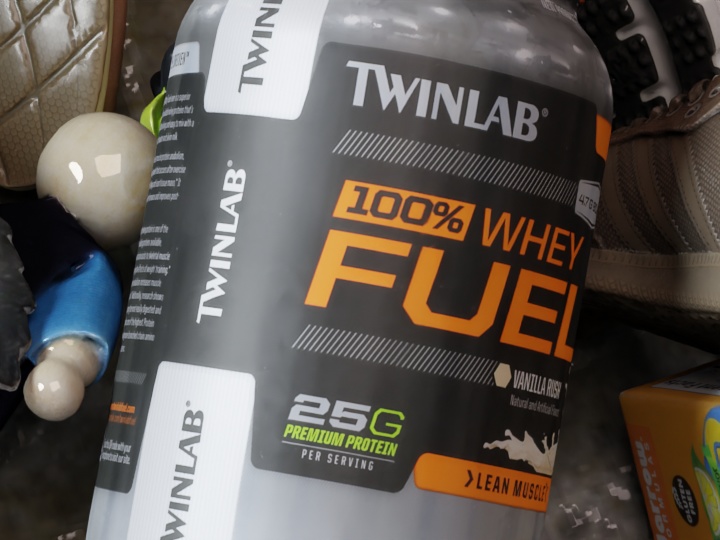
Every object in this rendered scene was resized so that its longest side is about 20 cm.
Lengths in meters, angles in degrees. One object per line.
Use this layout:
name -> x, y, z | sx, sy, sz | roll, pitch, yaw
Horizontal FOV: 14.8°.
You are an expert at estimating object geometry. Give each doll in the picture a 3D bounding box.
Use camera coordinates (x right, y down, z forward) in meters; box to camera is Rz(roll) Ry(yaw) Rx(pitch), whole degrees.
doll -> -0.126, 0.029, 0.766 | 0.136, 0.049, 0.200 | 20, 62, 45

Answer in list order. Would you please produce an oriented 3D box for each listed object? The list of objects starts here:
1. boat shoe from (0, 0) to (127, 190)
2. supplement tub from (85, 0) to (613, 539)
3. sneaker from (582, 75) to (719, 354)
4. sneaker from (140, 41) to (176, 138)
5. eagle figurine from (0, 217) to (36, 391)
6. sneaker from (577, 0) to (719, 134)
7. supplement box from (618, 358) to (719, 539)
boat shoe -> -0.101, -0.123, 0.850 | 0.072, 0.067, 0.202 | -12, 81, 21
supplement tub -> 0.000, 0.000, 0.744 | 0.122, 0.123, 0.202 | 10, 87, -5
sneaker -> 0.105, -0.019, 0.774 | 0.070, 0.200, 0.076 | 23, 84, -29
sneaker -> 0.005, -0.102, 0.853 | 0.083, 0.072, 0.200 | 39, 63, -6
eagle figurine -> -0.194, -0.035, 0.710 | 0.151, 0.151, 0.201 | -43, 117, -48
sneaker -> 0.116, -0.054, 0.838 | 0.080, 0.074, 0.201 | -44, 109, -35
supplement box -> 0.142, 0.059, 0.732 | 0.068, 0.200, 0.067 | -16, 96, -16
